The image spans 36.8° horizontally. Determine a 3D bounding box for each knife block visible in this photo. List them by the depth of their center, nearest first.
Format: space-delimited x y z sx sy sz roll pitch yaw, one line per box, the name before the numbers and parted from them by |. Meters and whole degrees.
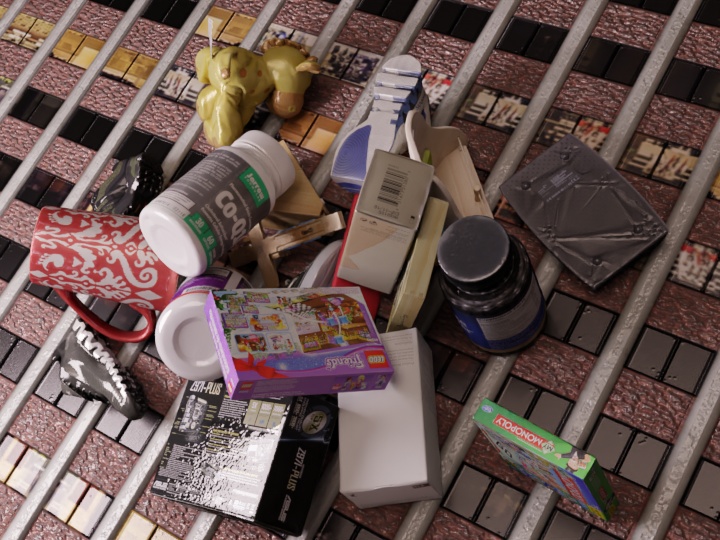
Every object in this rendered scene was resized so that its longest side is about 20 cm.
knife block | -0.152 -0.095 1.549 0.175 0.064 0.200 -33 58 2

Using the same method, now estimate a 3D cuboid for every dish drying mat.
dish drying mat | 0.000 0.000 1.446 0.018 0.077 0.201 -22 49 53

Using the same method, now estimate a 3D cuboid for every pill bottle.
pill bottle | 0.156 0.017 1.301 0.111 0.200 0.112 -8 62 15
pill bottle | -0.194 0.061 1.406 0.112 0.200 0.113 0 104 1
pill bottle | -0.185 -0.093 1.428 0.113 0.113 0.200 25 54 28

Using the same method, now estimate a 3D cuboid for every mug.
mug | -0.348 0.002 1.488 0.199 0.133 0.178 10 81 -7

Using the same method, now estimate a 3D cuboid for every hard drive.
hard drive | 0.286 -0.074 1.394 0.135 0.042 0.200 -37 58 -1

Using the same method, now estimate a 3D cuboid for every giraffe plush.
giraffe plush | -0.148 -0.281 1.604 0.161 0.201 0.173 -6 45 -20

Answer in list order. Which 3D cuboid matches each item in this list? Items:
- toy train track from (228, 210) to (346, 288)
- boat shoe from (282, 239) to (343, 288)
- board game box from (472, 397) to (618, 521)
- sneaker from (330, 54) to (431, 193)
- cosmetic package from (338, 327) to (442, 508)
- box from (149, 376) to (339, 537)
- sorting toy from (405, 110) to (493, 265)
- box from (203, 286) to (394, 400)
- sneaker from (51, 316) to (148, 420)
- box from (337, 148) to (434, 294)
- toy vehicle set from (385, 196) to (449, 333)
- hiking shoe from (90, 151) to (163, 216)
toy train track | -0.098 -0.043 1.496 0.199 0.032 0.115 -18 89 34
boat shoe | -0.080 0.037 1.450 0.071 0.072 0.200 15 61 41
board game box | 0.206 0.210 1.184 0.134 0.200 0.029 27 77 29
sneaker | 0.048 -0.183 1.494 0.080 0.115 0.200 19 74 33
cosmetic package | 0.034 0.182 1.332 0.112 0.081 0.201 -9 63 16
box | -0.144 0.222 1.331 0.199 0.086 0.164 1 67 42
sorting toy | 0.102 -0.114 1.399 0.106 0.180 0.201 -21 59 8
box | -0.074 0.083 1.283 0.199 0.039 0.137 0 47 -26
sneaker | -0.366 0.154 1.500 0.090 0.066 0.200 -44 55 -2
box | 0.029 -0.056 1.340 0.077 0.200 0.095 17 65 0
toy vehicle set | 0.068 0.006 1.342 0.026 0.200 0.125 16 69 0
hiking shoe | -0.363 -0.080 1.623 0.100 0.076 0.201 -3 60 37
